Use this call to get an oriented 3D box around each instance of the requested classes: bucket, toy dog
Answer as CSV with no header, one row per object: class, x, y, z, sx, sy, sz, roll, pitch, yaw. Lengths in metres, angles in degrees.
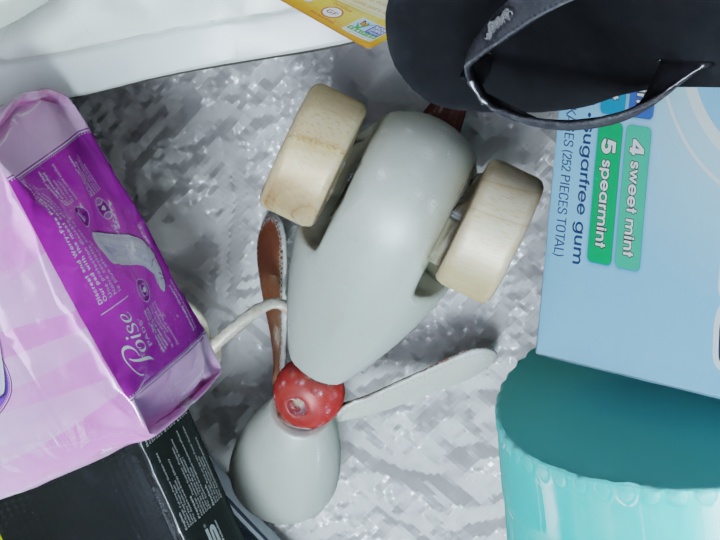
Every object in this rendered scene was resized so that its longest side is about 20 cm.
bucket,0.145,0.093,0.934,0.207,0.207,0.135,-5,112,16
toy dog,0.000,0.000,1.003,0.132,0.096,0.200,43,131,-10

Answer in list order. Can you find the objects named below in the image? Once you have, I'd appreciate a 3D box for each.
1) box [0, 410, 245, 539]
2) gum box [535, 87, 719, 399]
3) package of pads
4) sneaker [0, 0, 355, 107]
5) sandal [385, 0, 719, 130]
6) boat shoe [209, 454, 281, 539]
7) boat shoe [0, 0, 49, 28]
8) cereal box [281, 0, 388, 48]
box,-0.157,0.068,1.013,0.193,0.048,0.200,-17,100,29
gum box,0.145,-0.040,0.841,0.200,0.045,0.170,13,101,48
package of pads,-0.161,0.028,0.933,0.200,0.076,0.121,-24,99,28
sneaker,-0.089,-0.108,0.951,0.200,0.073,0.085,-13,104,-15
sandal,0.076,-0.075,0.824,0.200,0.043,0.076,-3,136,49
boat shoe,-0.077,0.124,1.061,0.200,0.091,0.071,40,117,-5
boat shoe,-0.177,-0.115,0.903,0.201,0.070,0.072,-6,136,29
cereal box,0.026,-0.146,0.836,0.200,0.040,0.144,-24,143,39
